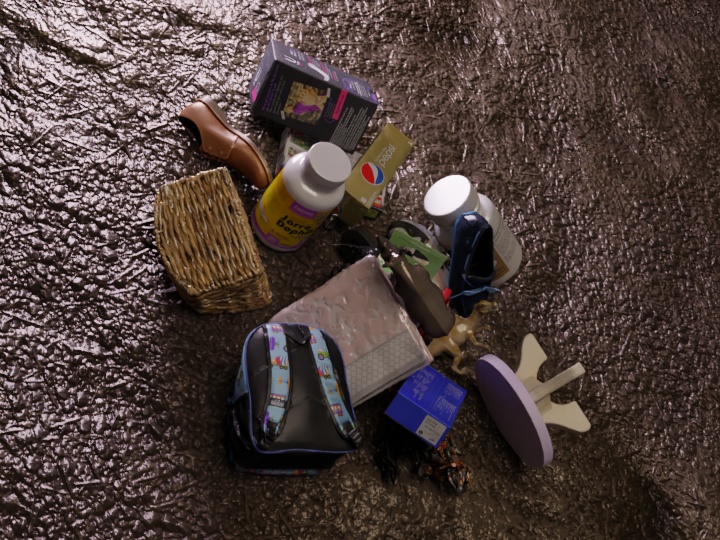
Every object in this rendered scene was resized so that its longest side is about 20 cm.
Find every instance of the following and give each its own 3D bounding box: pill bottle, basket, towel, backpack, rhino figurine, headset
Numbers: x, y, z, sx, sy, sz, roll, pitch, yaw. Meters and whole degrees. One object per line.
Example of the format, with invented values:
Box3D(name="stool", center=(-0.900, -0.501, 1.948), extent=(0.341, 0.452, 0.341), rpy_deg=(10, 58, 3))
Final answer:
Box3D(name="pill bottle", center=(0.193, -0.069, 1.806), extent=(0.200, 0.114, 0.114), rpy_deg=(50, 39, -41))
Box3D(name="basket", center=(-0.234, -0.032, 1.606), extent=(0.143, 0.149, 0.200), rpy_deg=(-19, 70, -4))
Box3D(name="towel", center=(-0.018, 0.105, 1.582), extent=(0.191, 0.200, 0.032), rpy_deg=(60, 12, 11))
Box3D(name="backpack", center=(-0.106, 0.183, 1.502), extent=(0.182, 0.135, 0.200), rpy_deg=(4, 61, -28))
Box3D(name="rhino figurine", center=(0.079, 0.021, 1.554), extent=(0.200, 0.060, 0.087), rpy_deg=(54, 6, -23))
Box3D(name="pill bottle", center=(-0.092, -0.119, 1.656), extent=(0.104, 0.200, 0.104), rpy_deg=(15, 55, -23))
Box3D(name="headset", center=(0.000, 0.000, 1.698), extent=(0.200, 0.123, 0.094), rpy_deg=(53, 8, -13))

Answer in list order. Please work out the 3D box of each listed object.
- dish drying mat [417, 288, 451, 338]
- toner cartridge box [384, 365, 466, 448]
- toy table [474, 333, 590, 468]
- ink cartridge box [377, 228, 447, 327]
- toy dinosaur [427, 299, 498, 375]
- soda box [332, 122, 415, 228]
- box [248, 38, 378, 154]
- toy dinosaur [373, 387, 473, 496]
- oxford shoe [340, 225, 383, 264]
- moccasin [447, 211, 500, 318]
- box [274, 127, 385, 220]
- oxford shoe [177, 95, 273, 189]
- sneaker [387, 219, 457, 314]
Box3D(name="dish drying mat", center=(0.093, 0.109, 1.670), extent=(0.018, 0.077, 0.200), rpy_deg=(35, 45, 3))
Box3D(name="toner cartridge box", center=(0.104, 0.203, 1.605), extent=(0.095, 0.043, 0.200), rpy_deg=(35, 15, 6))
Box3D(name="toy table", center=(0.288, 0.212, 1.721), extent=(0.117, 0.184, 0.200), rpy_deg=(-26, 89, -23))
Box3D(name="ink cartridge box", center=(0.050, 0.048, 1.642), extent=(0.104, 0.200, 0.059), rpy_deg=(28, 17, -18))
Box3D(name="toy dinosaur", center=(0.151, 0.123, 1.741), extent=(0.101, 0.200, 0.058), rpy_deg=(53, 0, -27))
Box3D(name="soda box", center=(0.018, -0.167, 1.795), extent=(0.064, 0.068, 0.200), rpy_deg=(38, 49, -6))
Box3D(name="box", center=(-0.084, -0.303, 1.812), extent=(0.200, 0.106, 0.122), rpy_deg=(22, 24, -19))
Box3D(name="toy dinosaur", center=(0.092, 0.269, 1.622), extent=(0.200, 0.102, 0.136), rpy_deg=(36, 29, 26))
Box3D(name="oxford shoe", center=(0.054, 0.004, 1.759), extent=(0.200, 0.073, 0.084), rpy_deg=(58, 34, 2))
Box3D(name="moccasin", center=(0.187, 0.003, 1.721), extent=(0.080, 0.200, 0.068), rpy_deg=(-23, 33, -23))
Box3D(name="box", center=(-0.049, -0.173, 1.825), extent=(0.200, 0.035, 0.110), rpy_deg=(21, 53, -20))
Box3D(name="oxford shoe", center=(-0.225, -0.198, 1.717), extent=(0.200, 0.071, 0.071), rpy_deg=(45, 58, 12))
Box3D(name="sneaker", center=(0.109, -0.001, 1.794), extent=(0.080, 0.074, 0.200), rpy_deg=(-32, 81, -39))
